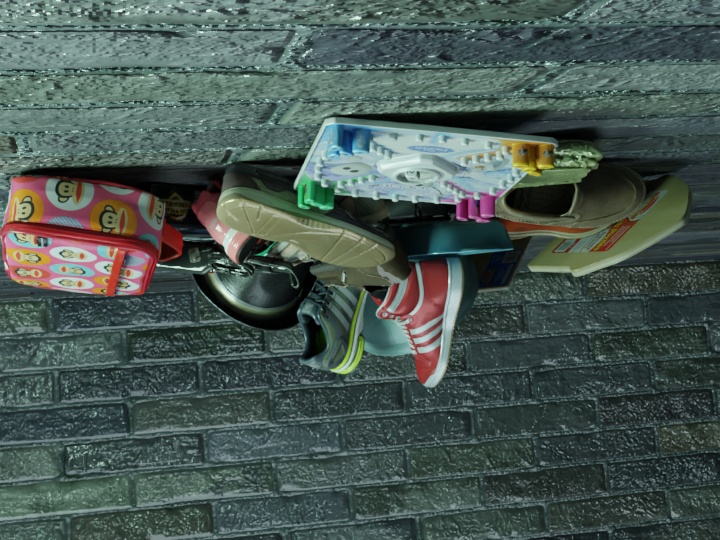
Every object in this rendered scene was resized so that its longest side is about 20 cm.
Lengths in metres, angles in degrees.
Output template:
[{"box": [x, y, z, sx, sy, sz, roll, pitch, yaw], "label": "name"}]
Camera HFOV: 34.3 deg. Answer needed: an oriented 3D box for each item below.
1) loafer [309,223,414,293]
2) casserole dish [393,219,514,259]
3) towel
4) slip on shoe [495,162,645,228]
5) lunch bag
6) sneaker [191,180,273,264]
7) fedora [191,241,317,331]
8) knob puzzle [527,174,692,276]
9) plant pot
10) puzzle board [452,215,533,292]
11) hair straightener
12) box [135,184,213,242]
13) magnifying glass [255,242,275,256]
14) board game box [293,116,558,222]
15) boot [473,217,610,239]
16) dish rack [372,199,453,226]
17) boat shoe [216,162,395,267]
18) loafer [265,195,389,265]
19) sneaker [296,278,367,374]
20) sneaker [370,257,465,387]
[{"box": [0.000, 0.000, 1.331, 0.073, 0.071, 0.200, -40, -171, -15], "label": "loafer"}, {"box": [0.093, -0.035, 1.361, 0.121, 0.039, 0.200, -3, 178, -26], "label": "casserole dish"}, {"box": [0.141, -0.104, 1.167, 0.200, 0.037, 0.148, -5, 177, 8], "label": "towel"}, {"box": [0.230, -0.083, 1.285, 0.200, 0.076, 0.061, 4, -169, -18], "label": "slip on shoe"}, {"box": [-0.270, -0.031, 1.184, 0.176, 0.082, 0.200, 7, 164, -13], "label": "lunch bag"}, {"box": [-0.120, -0.073, 1.258, 0.087, 0.074, 0.200, 39, -164, 2], "label": "sneaker"}, {"box": [-0.122, -0.020, 1.506, 0.200, 0.201, 0.092, -1, 142, -39], "label": "fedora"}, {"box": [0.327, -0.049, 1.426, 0.220, 0.030, 0.220, -30, -163, 10], "label": "knob puzzle"}, {"box": [0.044, -0.003, 1.585, 0.200, 0.200, 0.134, -6, 134, 32], "label": "plant pot"}, {"box": [0.173, -0.026, 1.669, 0.151, 0.017, 0.200, -6, -146, 32], "label": "puzzle board"}, {"box": [-0.160, -0.005, 1.283, 0.200, 0.041, 0.077, 12, -173, 23], "label": "hair straightener"}, {"box": [-0.220, -0.062, 1.351, 0.159, 0.046, 0.200, -7, 175, 37], "label": "box"}, {"box": [-0.162, -0.053, 1.449, 0.200, 0.080, 0.022, 6, 167, 42], "label": "magnifying glass"}, {"box": [0.051, -0.085, 1.052, 0.200, 0.026, 0.200, 4, 167, -11], "label": "board game box"}, {"box": [0.243, -0.084, 1.373, 0.200, 0.075, 0.107, -9, 165, -19], "label": "boot"}, {"box": [0.038, -0.076, 1.389, 0.153, 0.055, 0.200, -3, 178, 8], "label": "dish rack"}, {"box": [-0.050, -0.057, 1.169, 0.200, 0.065, 0.072, 17, 149, -28], "label": "boat shoe"}, {"box": [-0.040, -0.040, 1.274, 0.072, 0.063, 0.200, -49, -174, -38], "label": "loafer"}, {"box": [-0.037, 0.035, 1.488, 0.074, 0.200, 0.081, 1, -179, 42], "label": "sneaker"}, {"box": [0.062, 0.066, 1.474, 0.112, 0.200, 0.071, 1, -144, -9], "label": "sneaker"}]
